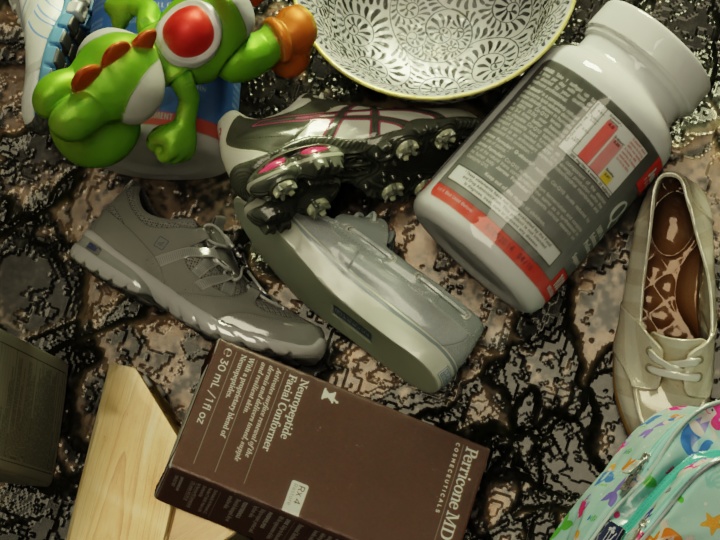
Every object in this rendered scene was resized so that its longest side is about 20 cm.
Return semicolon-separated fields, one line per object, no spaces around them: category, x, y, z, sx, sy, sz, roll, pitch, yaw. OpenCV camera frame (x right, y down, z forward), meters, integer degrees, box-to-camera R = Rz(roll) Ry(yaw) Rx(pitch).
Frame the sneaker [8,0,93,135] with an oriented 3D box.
sneaker;-0.231;-0.194;1.363;0.086;0.075;0.202;4;71;16

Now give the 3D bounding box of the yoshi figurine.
yoshi figurine;-0.133;-0.131;1.219;0.199;0.113;0.112;-30;37;-30

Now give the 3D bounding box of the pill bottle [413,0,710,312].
pill bottle;0.140;-0.080;1.259;0.116;0.116;0.200;41;86;14

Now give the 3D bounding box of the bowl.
bowl;0.055;-0.192;1.301;0.199;0.094;0.202;-2;70;5

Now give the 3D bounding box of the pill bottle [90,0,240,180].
pill bottle;-0.137;-0.174;1.318;0.111;0.112;0.202;1;78;8

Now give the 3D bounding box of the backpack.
backpack;0.224;0.182;1.168;0.177;0.150;0.200;42;67;-6

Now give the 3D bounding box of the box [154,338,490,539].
box;-0.025;0.135;1.220;0.199;0.075;0.101;22;62;-6

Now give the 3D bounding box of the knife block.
knife block;-0.174;0.190;1.266;0.175;0.064;0.201;-33;76;-2

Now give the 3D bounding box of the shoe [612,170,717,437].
shoe;0.208;0.029;1.259;0.069;0.053;0.202;2;78;8

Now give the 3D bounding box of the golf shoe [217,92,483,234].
golf shoe;-0.002;-0.093;1.276;0.199;0.077;0.088;-12;54;-29

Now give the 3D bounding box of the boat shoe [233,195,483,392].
boat shoe;0.000;0.000;1.292;0.200;0.070;0.072;40;68;14

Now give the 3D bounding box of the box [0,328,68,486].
box;-0.263;0.088;1.231;0.077;0.200;0.096;6;78;9

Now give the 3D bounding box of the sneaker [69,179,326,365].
sneaker;-0.107;0.001;1.294;0.199;0.075;0.082;27;84;13
